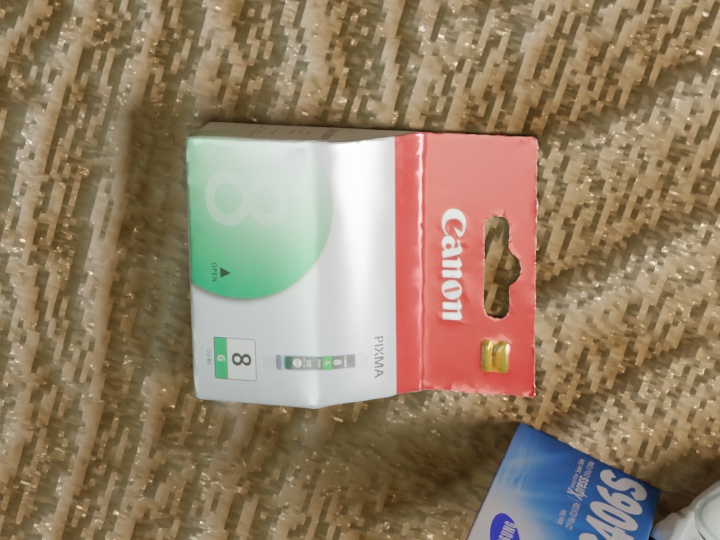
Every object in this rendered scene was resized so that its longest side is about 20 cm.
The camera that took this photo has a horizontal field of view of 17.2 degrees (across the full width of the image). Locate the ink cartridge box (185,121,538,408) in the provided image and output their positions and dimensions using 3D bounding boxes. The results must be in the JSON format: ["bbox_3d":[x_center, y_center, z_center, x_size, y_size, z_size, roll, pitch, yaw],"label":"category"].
[{"bbox_3d":[0.000,0.000,1.369,0.198,0.050,0.162,4,108,15],"label":"ink cartridge box"}]

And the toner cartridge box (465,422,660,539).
[{"bbox_3d":[0.106,0.154,1.308,0.094,0.200,0.043,24,110,4],"label":"toner cartridge box"}]

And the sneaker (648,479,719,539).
[{"bbox_3d":[0.254,0.200,1.359,0.081,0.075,0.200,-42,102,-4],"label":"sneaker"}]
